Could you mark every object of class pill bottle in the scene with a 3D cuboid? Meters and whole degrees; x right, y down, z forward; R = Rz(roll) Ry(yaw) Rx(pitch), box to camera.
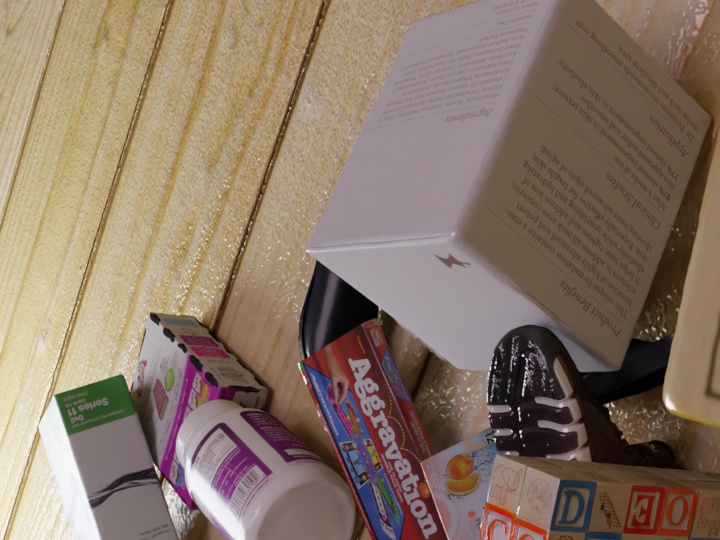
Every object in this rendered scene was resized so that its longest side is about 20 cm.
[{"bbox_3d":[-0.096,0.196,1.288,0.200,0.111,0.114,33,109,55],"label":"pill bottle"}]

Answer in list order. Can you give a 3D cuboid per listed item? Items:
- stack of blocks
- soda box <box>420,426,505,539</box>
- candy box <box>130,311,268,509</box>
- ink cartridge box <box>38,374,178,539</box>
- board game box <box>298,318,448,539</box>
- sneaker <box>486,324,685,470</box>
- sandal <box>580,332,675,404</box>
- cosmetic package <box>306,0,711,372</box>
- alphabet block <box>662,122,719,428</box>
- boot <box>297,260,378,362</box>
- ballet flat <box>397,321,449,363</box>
[{"bbox_3d":[0.160,0.178,0.828,0.058,0.198,0.117,13,92,55],"label":"stack of blocks"},{"bbox_3d":[0.108,0.211,0.983,0.068,0.064,0.201,-26,45,6],"label":"soda box"},{"bbox_3d":[-0.178,0.145,1.467,0.200,0.060,0.138,37,115,53],"label":"candy box"},{"bbox_3d":[-0.272,0.233,1.497,0.202,0.082,0.147,69,155,12],"label":"ink cartridge box"},{"bbox_3d":[0.019,0.150,1.144,0.103,0.019,0.202,-33,78,47],"label":"board game box"},{"bbox_3d":[0.155,0.115,0.910,0.075,0.115,0.202,1,112,51],"label":"sneaker"},{"bbox_3d":[0.172,0.062,0.953,0.200,0.075,0.049,-30,70,40],"label":"sandal"},{"bbox_3d":[0.102,-0.059,0.945,0.165,0.167,0.202,-3,56,53],"label":"cosmetic package"},{"bbox_3d":[0.294,0.001,0.680,0.196,0.193,0.203,16,94,58],"label":"alphabet block"},{"bbox_3d":[0.001,0.001,1.183,0.162,0.072,0.201,137,141,-72],"label":"boot"},{"bbox_3d":[0.091,0.044,1.093,0.199,0.069,0.070,-9,74,53],"label":"ballet flat"}]
